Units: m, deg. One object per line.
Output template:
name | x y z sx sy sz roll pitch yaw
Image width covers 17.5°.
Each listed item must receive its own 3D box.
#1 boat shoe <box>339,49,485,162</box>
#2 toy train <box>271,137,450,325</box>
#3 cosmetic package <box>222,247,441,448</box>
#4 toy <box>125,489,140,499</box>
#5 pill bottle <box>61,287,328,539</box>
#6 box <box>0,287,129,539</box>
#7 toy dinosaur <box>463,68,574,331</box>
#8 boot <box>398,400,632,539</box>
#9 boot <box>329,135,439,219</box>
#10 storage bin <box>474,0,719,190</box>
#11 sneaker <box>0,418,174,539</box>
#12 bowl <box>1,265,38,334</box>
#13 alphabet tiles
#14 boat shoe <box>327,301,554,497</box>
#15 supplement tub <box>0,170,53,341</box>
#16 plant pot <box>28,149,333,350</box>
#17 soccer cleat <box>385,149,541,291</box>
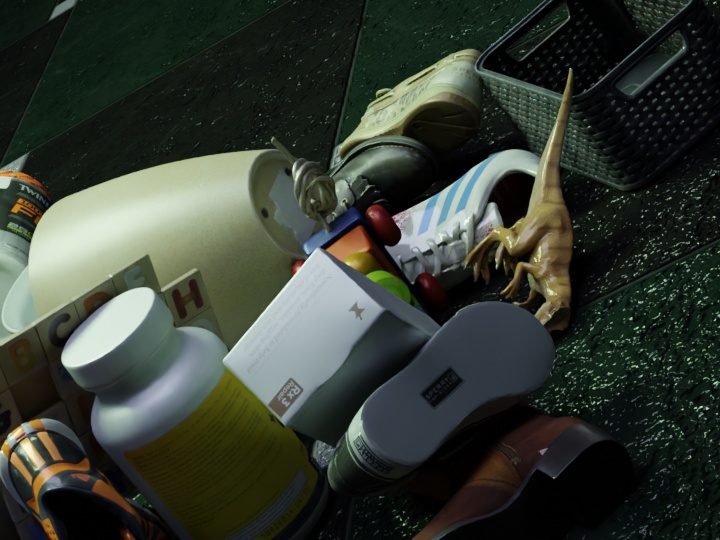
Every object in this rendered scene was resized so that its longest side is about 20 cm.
boat shoe | 0.049 -0.126 1.968 0.200 0.073 0.063 -24 42 58
toy train | 0.000 0.000 1.687 0.085 0.200 0.116 -37 28 0
cosmetic package | 0.000 0.064 1.552 0.074 0.200 0.102 42 93 27
toy | -0.112 0.127 1.799 0.200 0.047 0.115 -37 19 -11
pill bottle | -0.118 0.112 1.638 0.112 0.200 0.112 -30 24 15
box | -0.231 0.117 1.690 0.200 0.164 0.021 -38 55 -21
toy dinosaur | 0.134 -0.033 1.714 0.106 0.060 0.201 -23 56 40
boot | 0.056 0.143 1.504 0.188 0.069 0.200 -43 23 -12
boot | -0.024 -0.011 1.926 0.199 0.069 0.175 -29 30 29
storage bin | 0.195 -0.153 1.826 0.135 0.094 0.200 -40 24 -9
sneaker | -0.170 0.195 1.585 0.078 0.200 0.112 -41 39 -3
bowl | -0.217 0.017 2.096 0.200 0.091 0.201 -30 25 15
alphabet tiles | -0.181 0.089 1.669 0.200 0.168 0.008 -33 35 -24
boat shoe | 0.049 0.082 1.500 0.200 0.071 0.064 -30 -13 -45
supplement tub | -0.359 -0.014 2.313 0.122 0.123 0.200 -31 25 14
plant pot | -0.122 -0.013 1.813 0.200 0.187 0.188 -28 24 35
soccer cleat | 0.067 -0.023 1.793 0.200 0.070 0.086 -40 23 -7
